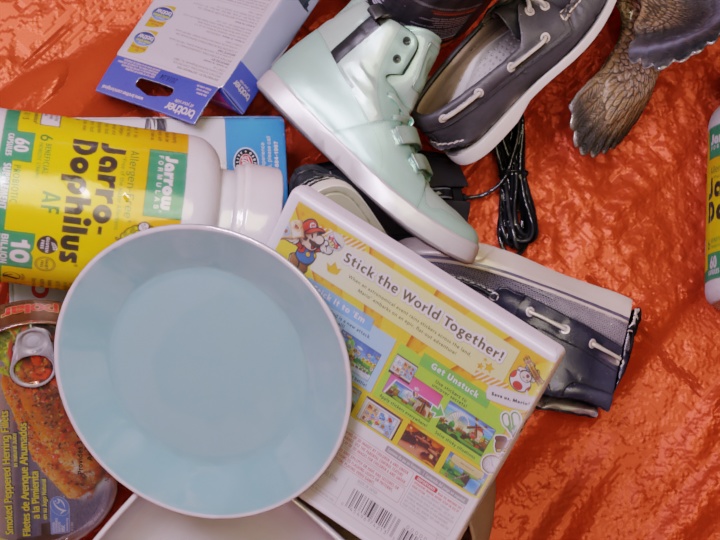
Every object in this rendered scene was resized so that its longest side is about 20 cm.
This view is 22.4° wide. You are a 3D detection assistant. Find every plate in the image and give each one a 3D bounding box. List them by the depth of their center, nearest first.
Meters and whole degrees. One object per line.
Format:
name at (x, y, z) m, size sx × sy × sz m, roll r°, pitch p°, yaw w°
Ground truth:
plate at (-0.099, 0.063, 1.162) m, size 0.199 × 0.026 × 0.201 m, roll 5°, pitch 109°, yaw 14°

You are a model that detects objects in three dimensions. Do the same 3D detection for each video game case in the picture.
video game case at (0.005, 0.073, 1.160) m, size 0.199 × 0.023 × 0.183 m, roll 33°, pitch 112°, yaw 13°

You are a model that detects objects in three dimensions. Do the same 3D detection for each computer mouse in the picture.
computer mouse at (0.042, -0.084, 1.384) m, size 0.199 × 0.046 × 0.141 m, roll 1°, pitch 82°, yaw -11°

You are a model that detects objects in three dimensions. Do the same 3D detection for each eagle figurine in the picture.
eagle figurine at (0.219, -0.198, 1.391) m, size 0.150 × 0.152 × 0.201 m, roll -15°, pitch 62°, yaw 17°

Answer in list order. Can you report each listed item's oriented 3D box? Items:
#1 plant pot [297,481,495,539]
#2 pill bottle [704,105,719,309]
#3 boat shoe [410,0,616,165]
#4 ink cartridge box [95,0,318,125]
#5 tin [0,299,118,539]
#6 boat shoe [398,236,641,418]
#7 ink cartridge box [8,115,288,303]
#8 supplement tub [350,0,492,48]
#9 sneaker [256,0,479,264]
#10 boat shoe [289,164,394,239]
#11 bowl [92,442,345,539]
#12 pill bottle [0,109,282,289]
plant pot at (0.016, 0.134, 1.287) m, size 0.200 × 0.200 × 0.135 m, roll 43°, pitch 42°, yaw -1°
pill bottle at (0.323, -0.071, 1.404) m, size 0.112 × 0.113 × 0.201 m, roll 5°, pitch 80°, yaw -10°
boat shoe at (0.114, -0.171, 1.338) m, size 0.200 × 0.074 × 0.060 m, roll -49°, pitch 127°, yaw 6°
ink cartridge box at (-0.098, -0.191, 1.346) m, size 0.119 × 0.042 × 0.200 m, roll 21°, pitch 70°, yaw 39°
tin at (-0.224, 0.107, 1.245) m, size 0.111 × 0.042 × 0.201 m, roll -7°, pitch 126°, yaw -18°
boat shoe at (0.112, 0.044, 1.361) m, size 0.199 × 0.075 × 0.093 m, roll 17°, pitch 70°, yaw -9°
ink cartridge box at (-0.154, -0.032, 1.317) m, size 0.199 × 0.086 × 0.147 m, roll -1°, pitch 81°, yaw -10°
supplement tub at (0.050, -0.223, 1.330) m, size 0.106 × 0.200 × 0.108 m, roll 2°, pitch 78°, yaw -11°
sneaker at (0.035, -0.104, 1.285) m, size 0.200 × 0.074 × 0.118 m, roll 45°, pitch 90°, yaw 4°
boat shoe at (-0.002, 0.001, 1.328) m, size 0.074 × 0.066 × 0.200 m, roll -36°, pitch 128°, yaw 0°
bowl at (-0.096, 0.236, 1.237) m, size 0.199 × 0.075 × 0.200 m, roll 40°, pitch 90°, yaw -1°
pill bottle at (-0.157, -0.039, 1.209) m, size 0.199 × 0.113 × 0.113 m, roll 8°, pitch 79°, yaw -9°
